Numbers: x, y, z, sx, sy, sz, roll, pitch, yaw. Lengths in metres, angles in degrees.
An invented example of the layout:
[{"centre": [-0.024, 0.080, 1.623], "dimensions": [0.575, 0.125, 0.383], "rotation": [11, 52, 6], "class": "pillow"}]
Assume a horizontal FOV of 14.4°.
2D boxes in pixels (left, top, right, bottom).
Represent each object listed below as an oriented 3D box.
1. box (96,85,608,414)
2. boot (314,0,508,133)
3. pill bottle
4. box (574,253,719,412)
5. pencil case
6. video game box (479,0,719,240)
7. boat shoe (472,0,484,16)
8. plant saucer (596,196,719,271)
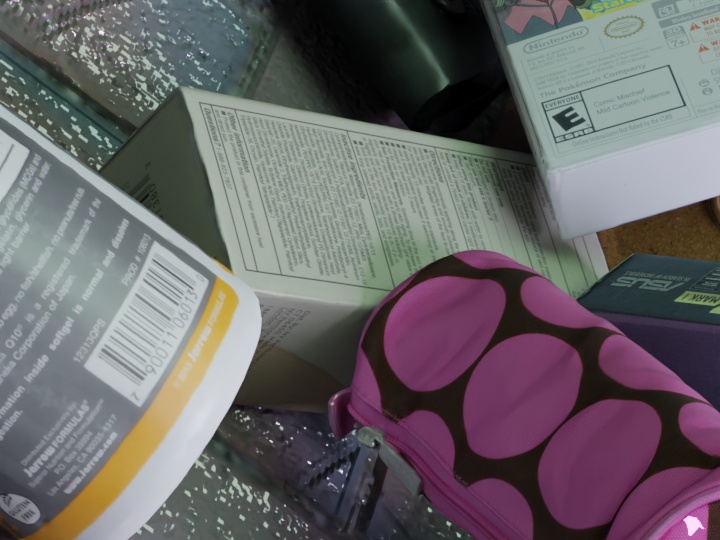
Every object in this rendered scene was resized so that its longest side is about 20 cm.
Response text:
[{"centre": [0.000, 0.000, 1.099], "dimensions": [0.200, 0.078, 0.095], "rotation": [10, 51, -38], "class": "box"}, {"centre": [-0.027, -0.143, 1.199], "dimensions": [0.200, 0.066, 0.165], "rotation": [58, 33, 7], "class": "boot"}, {"centre": [-0.141, -0.001, 0.938], "dimensions": [0.200, 0.116, 0.117], "rotation": [36, 40, -14], "class": "pill bottle"}, {"centre": [0.180, 0.078, 1.050], "dimensions": [0.051, 0.200, 0.158], "rotation": [-35, 118, -35], "class": "box"}, {"centre": [0.072, 0.070, 0.976], "dimensions": [0.093, 0.091, 0.200], "rotation": [-21, 30, -22], "class": "pencil case"}, {"centre": [0.151, -0.111, 1.153], "dimensions": [0.047, 0.199, 0.183], "rotation": [73, 2, -46], "class": "video game box"}, {"centre": [0.052, -0.186, 1.315], "dimensions": [0.075, 0.062, 0.200], "rotation": [8, 54, -42], "class": "boat shoe"}, {"centre": [0.165, -0.025, 1.155], "dimensions": [0.035, 0.200, 0.201], "rotation": [52, 19, -61], "class": "plant saucer"}]
